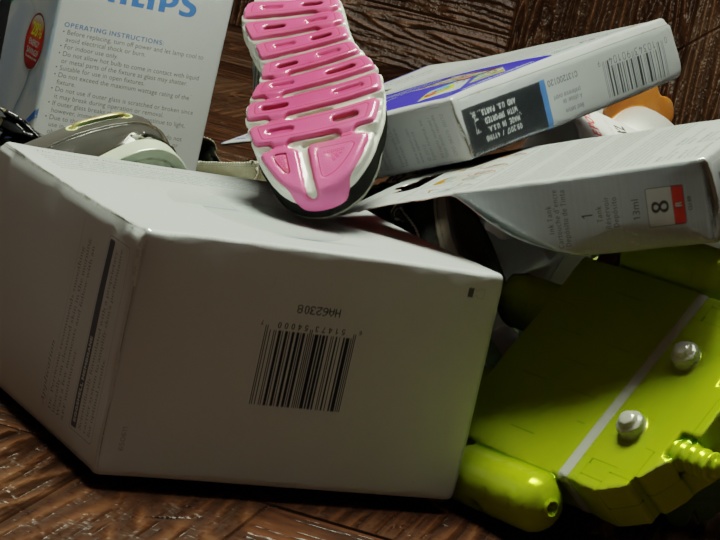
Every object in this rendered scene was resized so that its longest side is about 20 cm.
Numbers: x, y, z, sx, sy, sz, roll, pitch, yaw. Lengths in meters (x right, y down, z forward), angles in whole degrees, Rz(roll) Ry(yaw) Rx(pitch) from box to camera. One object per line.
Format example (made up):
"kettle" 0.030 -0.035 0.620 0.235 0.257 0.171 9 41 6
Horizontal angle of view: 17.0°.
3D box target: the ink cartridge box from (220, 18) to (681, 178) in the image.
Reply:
"ink cartridge box" 0.053 -0.095 1.420 0.199 0.044 0.198 -6 13 47

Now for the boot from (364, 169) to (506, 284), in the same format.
"boot" 0.000 0.000 1.402 0.150 0.073 0.200 -28 20 4

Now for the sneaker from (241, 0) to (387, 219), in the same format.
"sneaker" -0.021 -0.072 1.269 0.073 0.088 0.200 -13 32 -1

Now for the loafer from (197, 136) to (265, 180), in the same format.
"loafer" -0.140 -0.079 1.847 0.199 0.070 0.075 17 11 23

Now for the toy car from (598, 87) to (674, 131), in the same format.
"toy car" 0.195 -0.045 1.717 0.184 0.201 0.176 22 13 40

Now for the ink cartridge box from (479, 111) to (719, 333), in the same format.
"ink cartridge box" 0.164 -0.006 1.494 0.199 0.126 0.129 23 23 -23

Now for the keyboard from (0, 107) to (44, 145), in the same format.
"keyboard" -0.159 -0.027 1.394 0.199 0.128 0.021 17 35 17

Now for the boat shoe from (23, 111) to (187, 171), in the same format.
"boat shoe" -0.193 -0.027 1.307 0.200 0.072 0.061 -21 38 -11

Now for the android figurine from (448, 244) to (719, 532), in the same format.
"android figurine" 0.124 0.058 1.209 0.200 0.182 0.041 21 -26 52

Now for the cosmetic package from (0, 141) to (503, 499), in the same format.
"cosmetic package" -0.070 0.024 1.218 0.198 0.124 0.200 7 12 -29

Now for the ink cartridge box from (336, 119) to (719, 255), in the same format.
"ink cartridge box" 0.105 -0.036 1.252 0.199 0.050 0.162 -10 7 22

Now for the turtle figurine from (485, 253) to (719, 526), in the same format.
"turtle figurine" 0.138 0.077 1.342 0.144 0.200 0.194 39 26 -21

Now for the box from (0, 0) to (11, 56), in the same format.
"box" -0.287 -0.101 1.418 0.049 0.200 0.200 2 14 -39

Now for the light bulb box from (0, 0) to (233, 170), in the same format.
"light bulb box" -0.193 -0.121 1.639 0.124 0.201 0.198 8 11 -28
